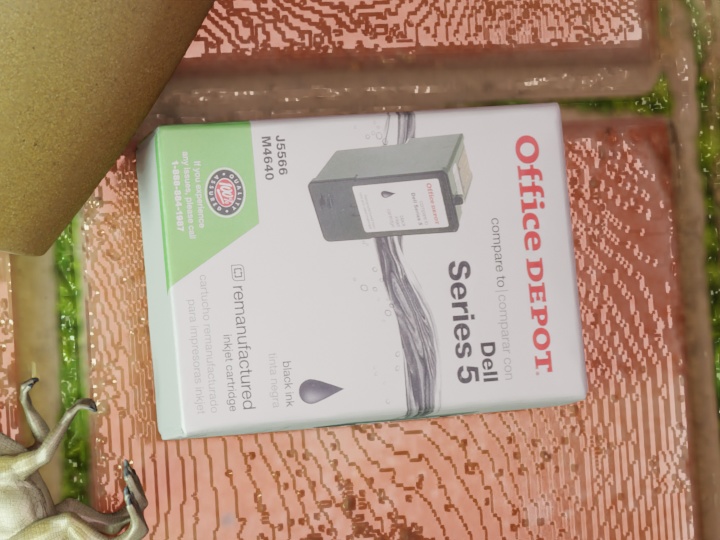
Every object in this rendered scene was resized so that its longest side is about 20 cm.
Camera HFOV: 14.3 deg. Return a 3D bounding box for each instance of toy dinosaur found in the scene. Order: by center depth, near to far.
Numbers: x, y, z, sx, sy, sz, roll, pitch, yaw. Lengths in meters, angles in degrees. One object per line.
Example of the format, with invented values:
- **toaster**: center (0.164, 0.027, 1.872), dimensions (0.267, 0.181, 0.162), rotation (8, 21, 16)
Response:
- **toy dinosaur**: center (-0.150, 0.126, 1.356), dimensions (0.101, 0.058, 0.201), rotation (-24, 83, 2)

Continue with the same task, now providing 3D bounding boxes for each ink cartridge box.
- **ink cartridge box**: center (0.000, 0.000, 1.373), dimensions (0.198, 0.084, 0.147), rotation (-5, 86, -12)

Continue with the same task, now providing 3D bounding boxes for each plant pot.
- **plant pot**: center (-0.157, -0.115, 1.315), dimensions (0.185, 0.186, 0.201), rotation (18, 95, -10)
